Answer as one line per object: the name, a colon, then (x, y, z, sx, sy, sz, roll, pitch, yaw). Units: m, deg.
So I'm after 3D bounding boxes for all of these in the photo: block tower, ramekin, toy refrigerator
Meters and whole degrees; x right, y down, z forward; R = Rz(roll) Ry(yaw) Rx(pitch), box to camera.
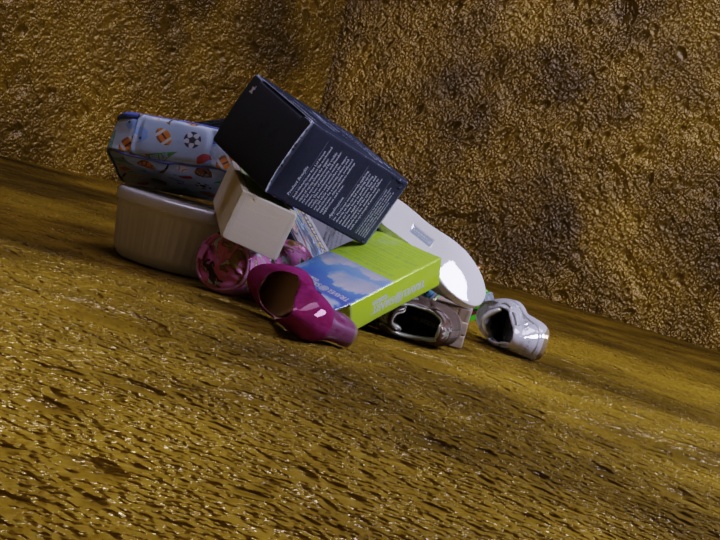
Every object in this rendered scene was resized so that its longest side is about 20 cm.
block tower: (0.129, 0.070, 1.663, 0.057, 0.054, 0.200, 16, 4, 4)
ramekin: (-0.250, -0.050, 1.617, 0.201, 0.095, 0.202, 15, 3, -1)
toy refrigerator: (-0.136, -0.083, 1.484, 0.076, 0.070, 0.200, 24, 10, -15)

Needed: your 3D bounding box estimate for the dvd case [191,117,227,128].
dvd case: (-0.168, -0.175, 1.696, 0.148, 0.016, 0.199, -1, -17, 41)

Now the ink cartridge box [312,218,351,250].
ink cartridge box: (-0.054, -0.053, 2.055, 0.199, 0.146, 0.083, 16, 1, 18)

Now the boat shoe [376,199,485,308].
boat shoe: (0.082, -0.015, 1.592, 0.199, 0.072, 0.068, 36, -33, -8)

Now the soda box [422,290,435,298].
soda box: (0.081, 0.017, 1.708, 0.068, 0.064, 0.200, 46, 22, 6)

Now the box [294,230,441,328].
box: (-0.005, 0.014, 1.469, 0.121, 0.048, 0.199, 24, 35, 36)

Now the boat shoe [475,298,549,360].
boat shoe: (0.210, 0.077, 1.740, 0.069, 0.071, 0.200, 15, 4, -20)

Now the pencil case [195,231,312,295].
pencil case: (-0.135, -0.006, 1.544, 0.082, 0.087, 0.200, -17, -11, 23)

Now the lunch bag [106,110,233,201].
lunch bag: (-0.257, -0.155, 1.645, 0.198, 0.076, 0.160, 13, -15, 4)

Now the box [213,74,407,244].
box: (-0.062, -0.139, 1.481, 0.199, 0.105, 0.148, 27, 13, -44)

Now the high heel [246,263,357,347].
high heel: (-0.090, 0.024, 1.301, 0.096, 0.068, 0.199, 26, -1, -43)

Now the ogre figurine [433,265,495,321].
ogre figurine: (0.146, 0.042, 1.918, 0.119, 0.099, 0.200, -4, -8, -11)

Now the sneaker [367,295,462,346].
sneaker: (0.035, 0.046, 1.513, 0.199, 0.071, 0.075, 16, 5, 17)

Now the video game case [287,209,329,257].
video game case: (-0.088, -0.047, 1.734, 0.025, 0.201, 0.181, -29, -5, 10)
